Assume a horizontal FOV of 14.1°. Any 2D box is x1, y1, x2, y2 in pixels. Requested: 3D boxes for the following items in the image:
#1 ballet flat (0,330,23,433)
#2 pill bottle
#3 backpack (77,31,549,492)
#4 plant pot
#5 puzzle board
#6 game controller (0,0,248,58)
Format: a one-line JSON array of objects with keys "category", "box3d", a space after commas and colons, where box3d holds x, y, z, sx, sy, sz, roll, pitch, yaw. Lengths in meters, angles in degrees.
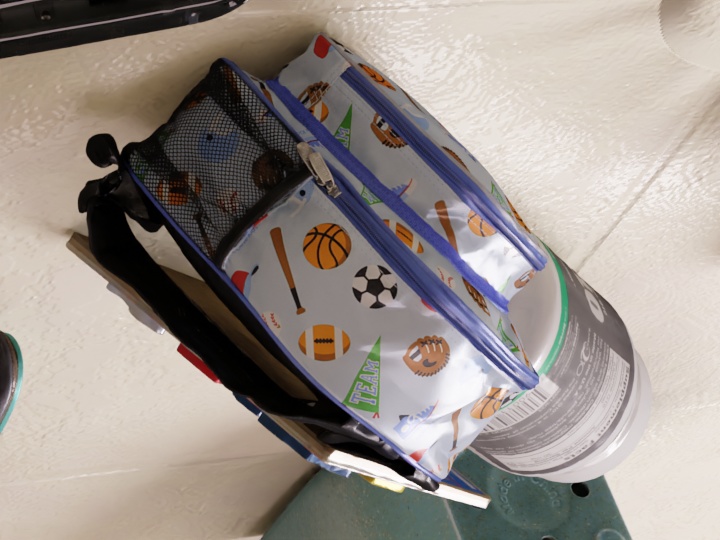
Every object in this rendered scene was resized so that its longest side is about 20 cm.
[{"category": "ballet flat", "box3d": [-0.242, 0.090, 1.524, 0.073, 0.073, 0.200, 0, 153, -32]}, {"category": "pill bottle", "box3d": [0.085, 0.048, 1.588, 0.113, 0.114, 0.200, -23, 156, 14]}, {"category": "backpack", "box3d": [0.000, 0.000, 1.338, 0.154, 0.191, 0.200, -41, 151, 12]}, {"category": "plant pot", "box3d": [0.069, 0.192, 1.811, 0.195, 0.197, 0.200, -4, 144, -26]}, {"category": "puzzle board", "box3d": [-0.042, 0.053, 1.439, 0.017, 0.200, 0.151, -57, 146, 7]}, {"category": "game controller", "box3d": [-0.131, -0.127, 1.178, 0.199, 0.042, 0.105, -12, 141, -13]}]
